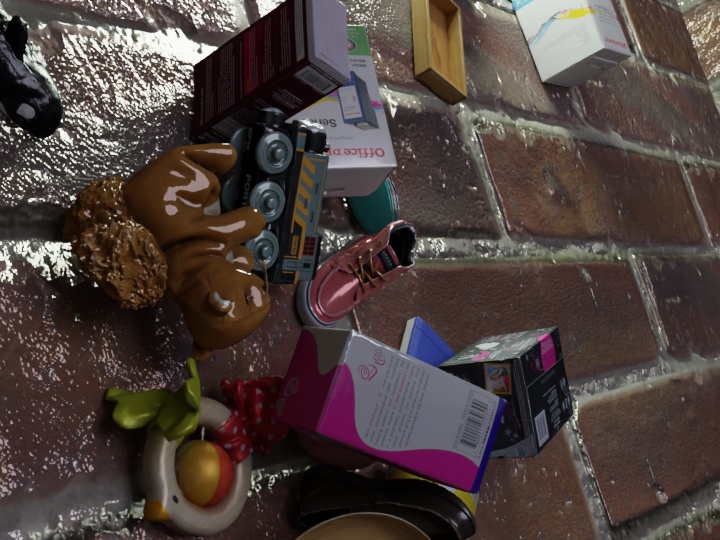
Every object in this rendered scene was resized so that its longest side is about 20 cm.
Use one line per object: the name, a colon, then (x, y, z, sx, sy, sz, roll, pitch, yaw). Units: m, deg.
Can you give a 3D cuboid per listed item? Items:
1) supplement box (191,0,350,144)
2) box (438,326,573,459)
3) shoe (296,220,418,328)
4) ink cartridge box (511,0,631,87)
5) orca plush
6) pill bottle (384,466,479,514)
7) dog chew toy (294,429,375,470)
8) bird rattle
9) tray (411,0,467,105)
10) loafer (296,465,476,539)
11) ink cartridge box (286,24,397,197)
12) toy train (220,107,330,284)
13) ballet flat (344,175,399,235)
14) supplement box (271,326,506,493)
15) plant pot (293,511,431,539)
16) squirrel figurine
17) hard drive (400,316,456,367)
supplement box: (-0.105, -0.223, 1.192, 0.061, 0.199, 0.110, 27, 50, -43)
box: (0.194, 0.161, 1.386, 0.200, 0.114, 0.133, -19, 99, -64)
shoe: (0.000, 0.000, 1.289, 0.072, 0.091, 0.200, 58, 35, -10)
ink cartridge box: (0.416, -0.487, 2.089, 0.146, 0.146, 0.201, -5, 73, -54)
orca plush: (-0.334, -0.229, 1.006, 0.105, 0.071, 0.201, -14, 81, -55)
pill bottle: (0.063, 0.299, 1.171, 0.112, 0.112, 0.201, 49, 38, -21)
dog chew toy: (0.009, 0.154, 1.191, 0.200, 0.124, 0.125, 0, 69, -61)
bird rattle: (-0.153, 0.171, 1.012, 0.200, 0.112, 0.164, 33, 56, -56)
tray: (0.128, -0.379, 1.740, 0.098, 0.037, 0.201, 30, 48, -40)
loafer: (0.022, 0.259, 1.088, 0.072, 0.199, 0.073, -61, 144, -41)
ink cartridge box: (-0.052, -0.197, 1.302, 0.144, 0.087, 0.201, -4, 73, -24)
toy train: (-0.092, -0.076, 1.172, 0.113, 0.085, 0.202, 4, 97, -40)
ballet flat: (0.001, -0.136, 1.403, 0.074, 0.074, 0.201, -26, 94, -55)
supplement box: (0.029, 0.137, 1.042, 0.199, 0.103, 0.102, 27, 77, -30)
plant pot: (-0.009, 0.326, 1.034, 0.200, 0.200, 0.027, 50, -5, -20)
squirrel figurine: (-0.181, -0.006, 1.005, 0.199, 0.142, 0.188, -5, 59, -36)
hard drive: (0.089, 0.175, 1.358, 0.132, 0.025, 0.201, 46, 39, -26)
